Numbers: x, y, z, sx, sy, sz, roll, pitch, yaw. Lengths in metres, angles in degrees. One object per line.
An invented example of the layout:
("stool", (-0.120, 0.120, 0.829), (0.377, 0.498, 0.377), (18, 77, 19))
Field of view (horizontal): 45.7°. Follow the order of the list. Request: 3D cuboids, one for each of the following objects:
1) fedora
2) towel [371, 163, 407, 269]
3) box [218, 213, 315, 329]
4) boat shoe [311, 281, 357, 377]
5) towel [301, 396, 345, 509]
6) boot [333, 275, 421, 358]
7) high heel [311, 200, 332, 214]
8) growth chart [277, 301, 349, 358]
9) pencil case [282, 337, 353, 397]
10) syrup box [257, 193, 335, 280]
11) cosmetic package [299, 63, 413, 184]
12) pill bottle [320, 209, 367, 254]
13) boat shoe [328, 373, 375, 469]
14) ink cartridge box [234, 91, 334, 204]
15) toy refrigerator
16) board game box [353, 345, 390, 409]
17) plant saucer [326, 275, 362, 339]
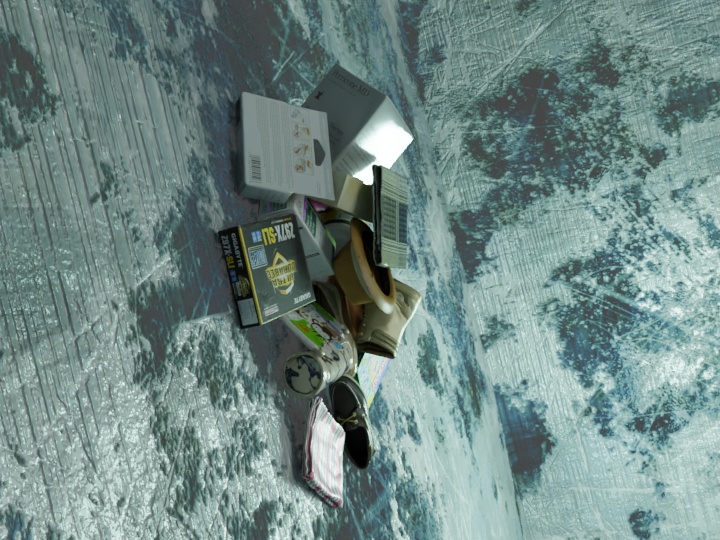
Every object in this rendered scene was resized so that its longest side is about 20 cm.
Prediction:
("fedora", (0.000, 0.000, 1.652), (0.202, 0.081, 0.202), (57, 19, -31))
("towel", (0.055, -0.102, 1.679), (0.200, 0.034, 0.197), (9, 81, -72))
("box", (-0.153, -0.004, 1.436), (0.199, 0.048, 0.163), (-21, 97, -66))
("boat shoe", (-0.060, 0.119, 1.681), (0.065, 0.071, 0.204), (13, 61, -63))
("towel", (-0.059, 0.328, 1.528), (0.201, 0.029, 0.149), (62, 26, -55))
("boot", (0.009, 0.077, 1.730), (0.073, 0.197, 0.157), (111, 5, -65))
("high heel", (-0.103, -0.152, 1.757), (0.201, 0.066, 0.098), (-75, 151, -59))
("growth chart", (-0.085, 0.100, 1.561), (0.144, 0.018, 0.200), (38, 15, 8))
("pencil case", (-0.077, 0.169, 1.554), (0.090, 0.078, 0.200), (49, 15, 6))
("syrup box", (-0.118, -0.073, 1.615), (0.201, 0.080, 0.080), (61, 22, -47))
("cosmetic package", (-0.030, -0.277, 1.775), (0.167, 0.201, 0.166), (38, -2, 33))
("pill bottle", (-0.039, -0.111, 1.862), (0.202, 0.112, 0.116), (-84, 154, -50))
("boat shoe", (-0.015, 0.296, 1.672), (0.061, 0.070, 0.204), (-82, 156, -62))
("ink cartridge box", (-0.139, -0.215, 1.545), (0.170, 0.044, 0.204), (10, 59, -27))
("toy refrigerator", (-0.023, -0.147, 1.647), (0.199, 0.075, 0.071), (18, 92, -65))
("board game box", (0.025, 0.183, 1.807), (0.201, 0.029, 0.136), (-62, 150, -43))
("plant saucer", (-0.018, 0.095, 1.836), (0.200, 0.037, 0.204), (-16, 91, -74))
